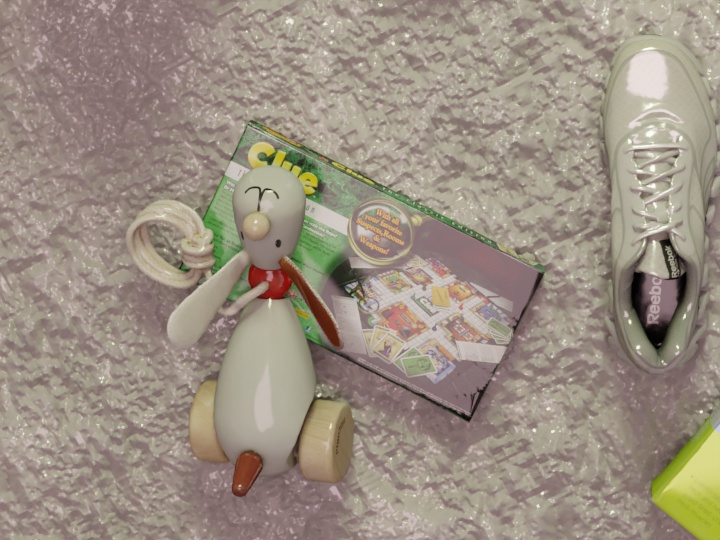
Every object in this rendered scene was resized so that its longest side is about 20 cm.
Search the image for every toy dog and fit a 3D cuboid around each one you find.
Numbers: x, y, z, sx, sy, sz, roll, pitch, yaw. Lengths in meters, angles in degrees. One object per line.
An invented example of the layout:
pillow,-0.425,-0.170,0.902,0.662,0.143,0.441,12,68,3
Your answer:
toy dog,-0.063,0.050,1.460,0.131,0.096,0.201,-14,111,20

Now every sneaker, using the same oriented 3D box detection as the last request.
sneaker,0.174,-0.036,1.450,0.075,0.081,0.201,-2,98,8

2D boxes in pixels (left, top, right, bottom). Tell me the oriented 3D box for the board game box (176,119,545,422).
board game box,0.000,0.000,1.503,0.199,0.023,0.105,27,103,1

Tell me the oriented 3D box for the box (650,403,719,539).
box,0.279,0.093,1.476,0.122,0.048,0.200,38,102,-1
